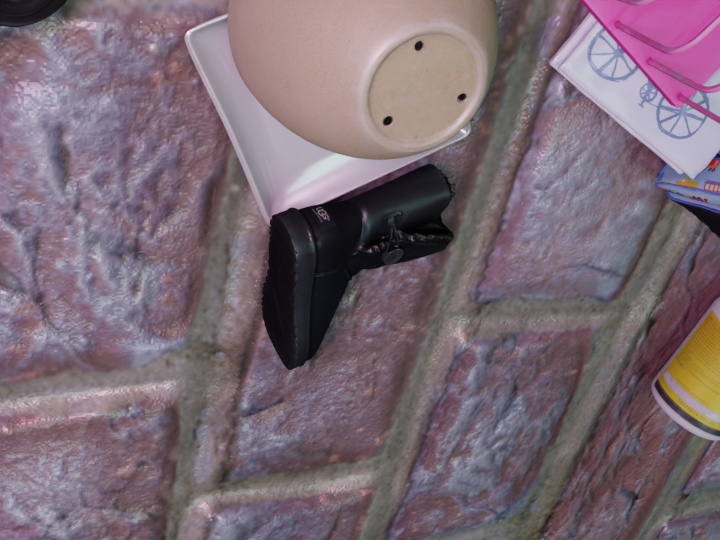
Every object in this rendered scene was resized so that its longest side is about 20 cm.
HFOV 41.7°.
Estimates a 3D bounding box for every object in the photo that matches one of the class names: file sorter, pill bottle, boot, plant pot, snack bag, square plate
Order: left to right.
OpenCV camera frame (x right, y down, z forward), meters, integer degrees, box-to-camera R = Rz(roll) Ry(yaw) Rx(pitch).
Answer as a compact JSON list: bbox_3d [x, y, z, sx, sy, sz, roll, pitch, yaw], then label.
[{"bbox_3d":[-0.019,-0.152,0.770,0.200,0.028,0.198,-26,132,-5],"label":"square plate"},{"bbox_3d":[0.000,0.000,0.865,0.168,0.076,0.200,-18,143,-23],"label":"boot"},{"bbox_3d":[0.019,-0.157,0.675,0.200,0.134,0.200,-14,131,-16],"label":"plant pot"},{"bbox_3d":[0.289,-0.204,0.813,0.189,0.021,0.200,31,105,-24],"label":"snack bag"},{"bbox_3d":[0.261,-0.223,0.714,0.200,0.125,0.139,39,101,-26],"label":"file sorter"},{"bbox_3d":[0.451,0.099,1.140,0.112,0.112,0.200,12,120,-33],"label":"pill bottle"}]

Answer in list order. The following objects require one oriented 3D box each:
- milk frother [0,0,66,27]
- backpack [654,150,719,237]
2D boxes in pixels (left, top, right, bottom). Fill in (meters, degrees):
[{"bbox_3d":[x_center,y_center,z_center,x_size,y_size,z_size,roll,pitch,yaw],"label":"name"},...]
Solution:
[{"bbox_3d":[-0.214,-0.196,0.526,0.180,0.200,0.188,11,121,-37],"label":"milk frother"},{"bbox_3d":[0.409,-0.124,0.903,0.135,0.183,0.200,32,94,-22],"label":"backpack"}]
